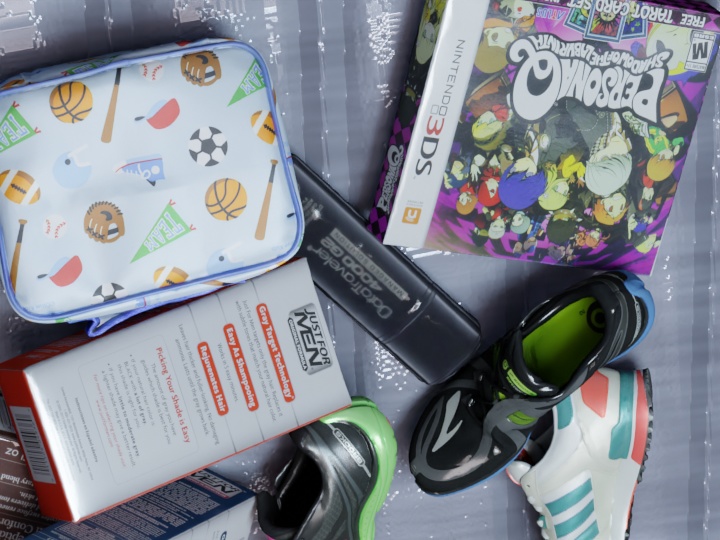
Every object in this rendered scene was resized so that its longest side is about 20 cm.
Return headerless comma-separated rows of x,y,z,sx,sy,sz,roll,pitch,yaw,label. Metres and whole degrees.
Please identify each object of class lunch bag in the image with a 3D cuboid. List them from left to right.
-0.138,-0.050,1.551,0.199,0.076,0.161,-13,98,-8,lunch bag

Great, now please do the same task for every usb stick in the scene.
0.000,0.000,1.651,0.055,0.033,0.200,-43,116,10,usb stick

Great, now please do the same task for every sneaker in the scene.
-0.032,0.171,1.682,0.083,0.077,0.201,-4,116,-24,sneaker
0.100,0.068,1.661,0.199,0.071,0.083,-42,161,18,sneaker
0.139,0.152,1.743,0.093,0.070,0.201,9,112,0,sneaker

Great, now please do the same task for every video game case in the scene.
0.118,-0.094,1.631,0.199,0.036,0.182,7,110,-24,video game case

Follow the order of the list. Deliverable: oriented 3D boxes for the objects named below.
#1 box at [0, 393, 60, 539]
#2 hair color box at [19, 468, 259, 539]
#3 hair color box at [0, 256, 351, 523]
-0.248,0.180,1.637,0.100,0.075,0.201,16,109,-21,box
-0.146,0.196,1.609,0.060,0.200,0.101,23,110,22,hair color box
-0.114,0.071,1.589,0.199,0.061,0.102,-21,99,-25,hair color box
